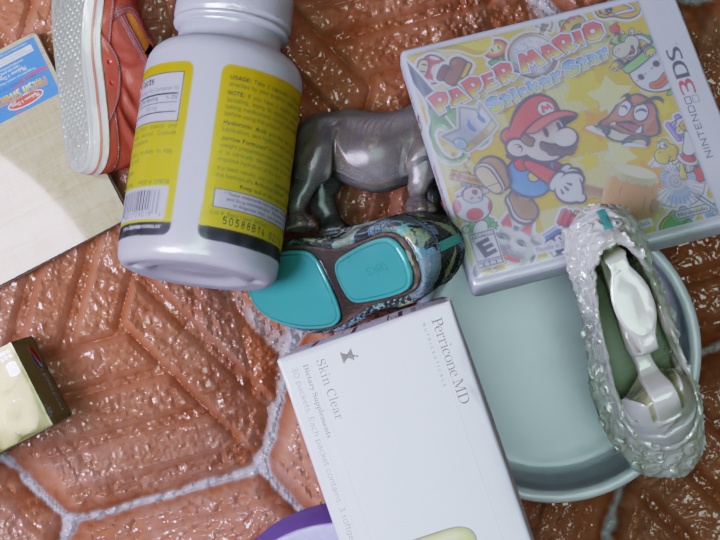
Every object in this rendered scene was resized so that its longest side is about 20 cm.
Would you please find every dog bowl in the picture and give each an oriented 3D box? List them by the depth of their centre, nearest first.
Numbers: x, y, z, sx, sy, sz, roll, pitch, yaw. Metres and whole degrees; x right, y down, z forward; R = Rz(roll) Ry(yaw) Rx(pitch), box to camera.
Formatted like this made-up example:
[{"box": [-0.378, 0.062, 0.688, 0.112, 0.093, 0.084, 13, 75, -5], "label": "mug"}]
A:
[{"box": [0.132, 0.056, 1.114, 0.198, 0.079, 0.202, 0, 92, 2], "label": "dog bowl"}]

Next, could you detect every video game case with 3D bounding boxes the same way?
[{"box": [0.145, -0.091, 1.080, 0.199, 0.023, 0.183, -14, 68, -5], "label": "video game case"}]

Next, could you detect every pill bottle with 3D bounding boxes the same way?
[{"box": [-0.098, -0.094, 1.090, 0.110, 0.111, 0.202, 7, 80, 2], "label": "pill bottle"}]

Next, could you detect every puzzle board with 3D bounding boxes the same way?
[{"box": [-0.286, -0.059, 1.156, 0.199, 0.017, 0.151, -27, 90, 2], "label": "puzzle board"}]

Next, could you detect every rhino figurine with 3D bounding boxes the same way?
[{"box": [0.042, -0.077, 1.121, 0.198, 0.060, 0.088, -7, 78, 1], "label": "rhino figurine"}]

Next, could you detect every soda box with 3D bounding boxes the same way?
[{"box": [-0.313, 0.123, 1.138, 0.199, 0.064, 0.068, -27, 91, 3], "label": "soda box"}]

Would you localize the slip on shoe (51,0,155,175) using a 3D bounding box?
[{"box": [-0.179, -0.167, 1.130, 0.061, 0.074, 0.202, -2, 85, -33], "label": "slip on shoe"}]

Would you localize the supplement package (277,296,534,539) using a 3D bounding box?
[{"box": [0.037, 0.128, 1.000, 0.110, 0.156, 0.201, -20, 89, 1], "label": "supplement package"}]

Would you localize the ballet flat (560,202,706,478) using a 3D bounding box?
[{"box": [0.177, 0.055, 1.023, 0.071, 0.072, 0.201, -21, 106, 2], "label": "ballet flat"}]

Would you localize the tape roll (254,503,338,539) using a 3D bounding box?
[{"box": [-0.010, 0.269, 1.124, 0.198, 0.085, 0.202, 0, 91, 2], "label": "tape roll"}]

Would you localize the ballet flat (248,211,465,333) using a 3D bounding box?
[{"box": [0.000, 0.000, 1.091, 0.074, 0.199, 0.075, 4, 83, -36], "label": "ballet flat"}]
